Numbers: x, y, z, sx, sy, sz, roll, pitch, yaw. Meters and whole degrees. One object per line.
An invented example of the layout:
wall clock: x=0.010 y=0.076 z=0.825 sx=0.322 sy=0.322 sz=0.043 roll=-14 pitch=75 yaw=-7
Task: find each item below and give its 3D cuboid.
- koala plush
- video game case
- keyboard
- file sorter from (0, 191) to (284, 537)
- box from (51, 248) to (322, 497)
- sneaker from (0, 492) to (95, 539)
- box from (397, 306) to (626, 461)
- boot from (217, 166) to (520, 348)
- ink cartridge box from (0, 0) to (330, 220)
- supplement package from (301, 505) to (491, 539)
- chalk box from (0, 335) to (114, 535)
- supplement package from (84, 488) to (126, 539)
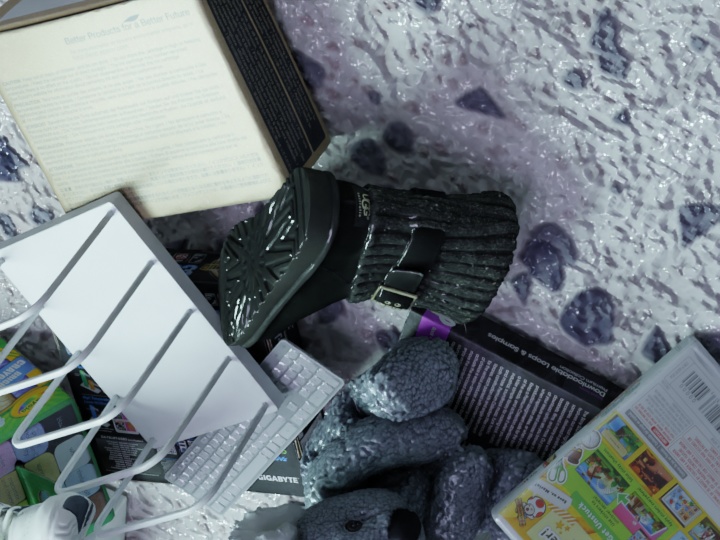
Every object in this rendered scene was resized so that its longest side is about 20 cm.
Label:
koala plush: x=0.007 y=0.184 z=1.397 sx=0.178 sy=0.200 sz=0.183 roll=48 pitch=134 yaw=-11
video game case: x=0.219 y=0.176 z=1.369 sx=0.182 sy=0.023 sz=0.200 roll=-41 pitch=101 yaw=4
keyboard: x=-0.081 y=0.120 z=1.511 sx=0.056 sy=0.011 sz=0.200 roll=38 pitch=132 yaw=-3
file sorter: x=-0.182 y=0.075 z=1.430 sx=0.138 sy=0.125 sz=0.200 roll=-19 pitch=118 yaw=40
box: x=-0.134 y=0.076 z=1.544 sx=0.198 sy=0.050 sz=0.200 roll=2 pitch=123 yaw=26
sneaker: x=-0.266 y=0.192 z=1.439 sx=0.129 sy=0.080 sz=0.199 roll=21 pitch=159 yaw=-5
box: x=0.110 y=0.112 z=1.444 sx=0.199 sy=0.036 sz=0.144 roll=29 pitch=134 yaw=9
boot: x=0.000 y=0.002 z=1.368 sx=0.157 sy=0.080 sz=0.211 roll=6 pitch=158 yaw=-24
ink cartridge box: x=-0.143 y=-0.123 z=1.379 sx=0.199 sy=0.075 sz=0.166 roll=-7 pitch=120 yaw=34
supplement package: x=0.014 y=0.264 z=1.561 sx=0.198 sy=0.110 sz=0.114 roll=3 pitch=126 yaw=27
chalk box: x=-0.282 y=0.156 z=1.581 sx=0.200 sy=0.123 sz=0.126 roll=32 pitch=144 yaw=51
supplement package: x=-0.281 y=0.277 z=1.731 sx=0.119 sy=0.121 sz=0.201 roll=21 pitch=132 yaw=15
